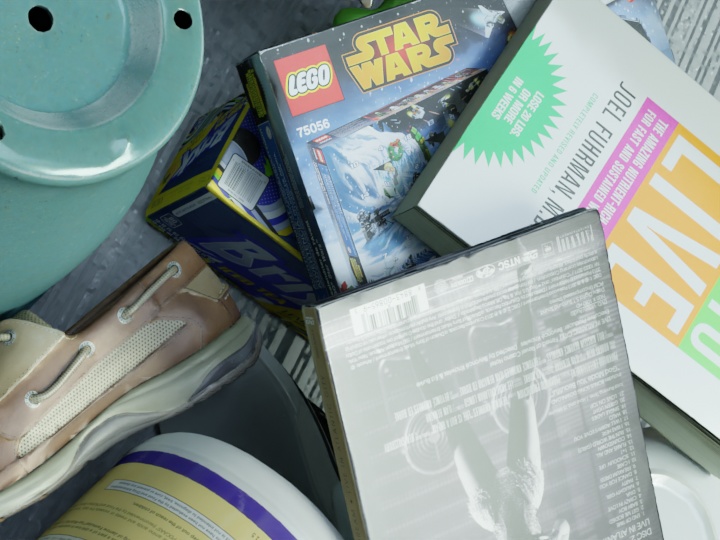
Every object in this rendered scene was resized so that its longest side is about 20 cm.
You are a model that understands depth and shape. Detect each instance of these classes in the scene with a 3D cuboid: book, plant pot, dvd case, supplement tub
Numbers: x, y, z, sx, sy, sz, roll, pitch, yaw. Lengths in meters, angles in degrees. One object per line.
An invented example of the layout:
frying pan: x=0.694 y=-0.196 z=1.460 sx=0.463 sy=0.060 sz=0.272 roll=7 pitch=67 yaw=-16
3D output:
book: x=0.130 y=-0.018 z=0.997 sx=0.200 sy=0.048 sz=0.134 roll=37 pitch=73 yaw=-11
plant pot: x=-0.164 y=-0.079 z=0.898 sx=0.199 sy=0.188 sz=0.202 roll=9 pitch=73 yaw=-30
dvd case: x=0.060 y=0.090 z=0.923 sx=0.148 sy=0.016 sz=0.202 roll=-19 pitch=102 yaw=-31
supplement tub: x=-0.101 y=0.179 z=0.898 sx=0.200 sy=0.145 sz=0.146 roll=-43 pitch=102 yaw=-33

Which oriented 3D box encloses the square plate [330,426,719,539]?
square plate: x=0.101 y=0.173 z=0.982 sx=0.199 sy=0.028 sz=0.200 roll=-8 pitch=75 yaw=-22

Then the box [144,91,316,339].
box: x=0.000 y=0.000 z=1.054 sx=0.200 sy=0.070 sz=0.065 roll=38 pitch=61 yaw=-19

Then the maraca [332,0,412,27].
maraca: x=0.071 y=-0.074 z=1.099 sx=0.199 sy=0.107 sz=0.138 roll=16 pitch=84 yaw=-20

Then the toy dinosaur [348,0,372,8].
toy dinosaur: x=-0.018 y=-0.171 z=1.009 sx=0.199 sy=0.102 sz=0.077 roll=20 pitch=98 yaw=-9

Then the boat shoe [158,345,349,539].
boat shoe: x=-0.025 y=0.109 z=1.019 sx=0.201 sy=0.070 sz=0.064 roll=59 pitch=23 yaw=3

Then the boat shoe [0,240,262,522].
boat shoe: x=-0.138 y=0.053 z=0.939 sx=0.199 sy=0.076 sz=0.072 roll=-31 pitch=98 yaw=-25

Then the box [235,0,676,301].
box: x=0.057 y=-0.062 z=1.014 sx=0.199 sy=0.040 sz=0.138 roll=-20 pitch=93 yaw=-21
